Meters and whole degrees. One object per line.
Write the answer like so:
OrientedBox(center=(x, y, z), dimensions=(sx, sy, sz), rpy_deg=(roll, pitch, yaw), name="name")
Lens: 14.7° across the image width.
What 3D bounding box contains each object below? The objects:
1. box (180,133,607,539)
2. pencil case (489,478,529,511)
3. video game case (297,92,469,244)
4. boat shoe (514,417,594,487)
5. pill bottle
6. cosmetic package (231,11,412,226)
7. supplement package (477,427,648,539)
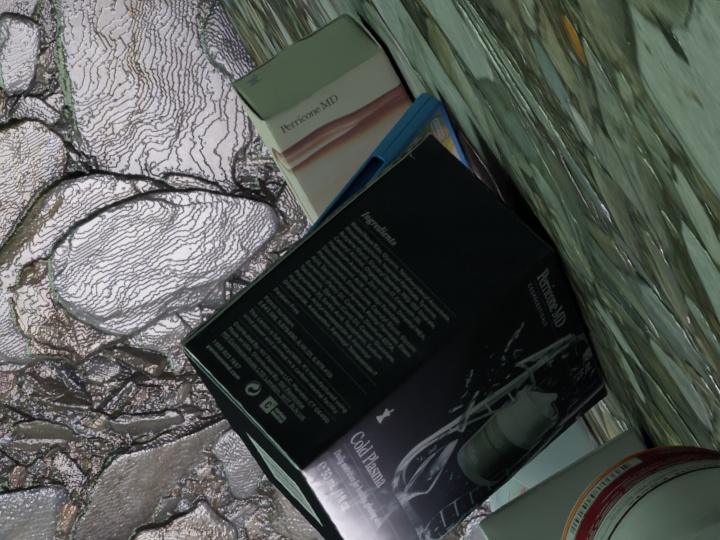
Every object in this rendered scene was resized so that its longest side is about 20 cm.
OrientedBox(center=(0.025, 0.059, 1.687), dimensions=(0.124, 0.197, 0.200), rpy_deg=(43, 171, 30), name="box")
OrientedBox(center=(0.153, 0.185, 2.150), dimensions=(0.200, 0.083, 0.091), rpy_deg=(-147, 40, -83), name="pencil case")
OrientedBox(center=(0.000, 0.000, 1.760), dimensions=(0.018, 0.200, 0.143), rpy_deg=(32, 165, 27), name="video game case")
OrientedBox(center=(0.099, 0.081, 2.052), dimensions=(0.199, 0.074, 0.068), rpy_deg=(42, -164, 3), name="boat shoe")
OrientedBox(center=(0.151, 0.138, 1.207), dimensions=(0.113, 0.113, 0.200), rpy_deg=(59, 178, -3), name="pill bottle")
OrientedBox(center=(0.006, -0.064, 1.951), dimensions=(0.200, 0.103, 0.087), rpy_deg=(59, 177, -28), name="cosmetic package")
OrientedBox(center=(0.174, 0.219, 1.704), dimensions=(0.200, 0.117, 0.117), rpy_deg=(58, 178, 22), name="supplement package")
